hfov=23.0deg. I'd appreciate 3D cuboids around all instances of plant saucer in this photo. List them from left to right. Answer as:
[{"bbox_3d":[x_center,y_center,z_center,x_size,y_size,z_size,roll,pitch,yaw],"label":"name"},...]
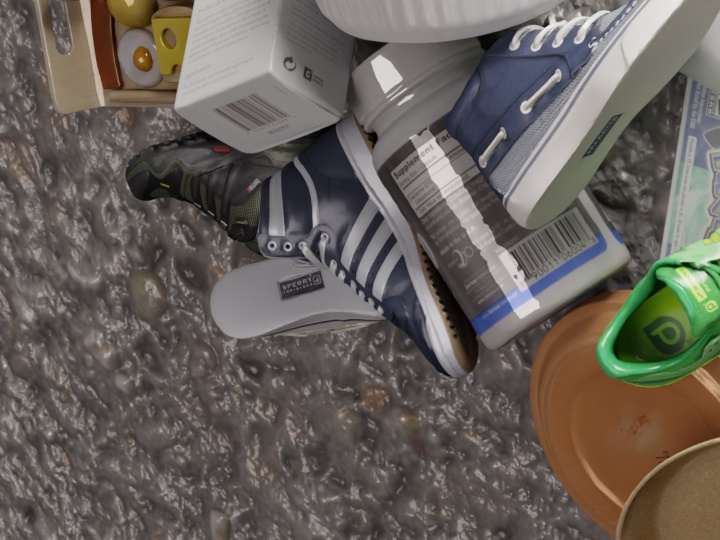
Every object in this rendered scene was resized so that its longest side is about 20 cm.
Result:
[{"bbox_3d":[0.194,0.110,1.163,0.199,0.032,0.202,24,130,31],"label":"plant saucer"},{"bbox_3d":[0.260,0.169,1.103,0.198,0.036,0.202,8,126,11],"label":"plant saucer"}]

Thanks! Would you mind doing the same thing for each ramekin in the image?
[{"bbox_3d":[0.051,-0.211,1.069,0.201,0.202,0.095,12,126,37],"label":"ramekin"}]

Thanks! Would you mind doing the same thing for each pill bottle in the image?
[{"bbox_3d":[0.078,-0.060,1.155,0.114,0.113,0.201,-38,81,43],"label":"pill bottle"}]

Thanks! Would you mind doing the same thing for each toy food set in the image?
[{"bbox_3d":[-0.174,-0.189,1.356,0.199,0.060,0.145,6,111,40],"label":"toy food set"}]

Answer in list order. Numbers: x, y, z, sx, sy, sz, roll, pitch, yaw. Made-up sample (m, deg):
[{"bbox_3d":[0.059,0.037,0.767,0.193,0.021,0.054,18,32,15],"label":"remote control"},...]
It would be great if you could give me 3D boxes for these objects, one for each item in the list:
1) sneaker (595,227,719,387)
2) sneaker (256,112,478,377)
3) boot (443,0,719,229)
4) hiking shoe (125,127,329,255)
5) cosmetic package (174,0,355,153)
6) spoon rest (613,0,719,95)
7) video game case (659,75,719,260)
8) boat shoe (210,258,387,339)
[{"bbox_3d":[0.219,0.008,1.038,0.200,0.083,0.074,-44,75,26],"label":"sneaker"},{"bbox_3d":[0.000,0.000,1.215,0.108,0.070,0.201,-29,71,14],"label":"sneaker"},{"bbox_3d":[0.123,-0.123,1.023,0.091,0.072,0.200,50,124,21],"label":"boot"},{"bbox_3d":[-0.100,-0.056,1.336,0.199,0.075,0.102,-7,100,41],"label":"hiking shoe"},{"bbox_3d":[-0.053,-0.189,1.174,0.101,0.074,0.202,-14,57,43],"label":"cosmetic package"},{"bbox_3d":[0.209,-0.135,1.039,0.099,0.060,0.202,-34,62,33],"label":"spoon rest"},{"bbox_3d":[0.267,-0.006,1.076,0.181,0.023,0.202,22,120,33],"label":"video game case"},{"bbox_3d":[-0.010,0.012,1.292,0.198,0.066,0.073,-17,81,20],"label":"boat shoe"}]
